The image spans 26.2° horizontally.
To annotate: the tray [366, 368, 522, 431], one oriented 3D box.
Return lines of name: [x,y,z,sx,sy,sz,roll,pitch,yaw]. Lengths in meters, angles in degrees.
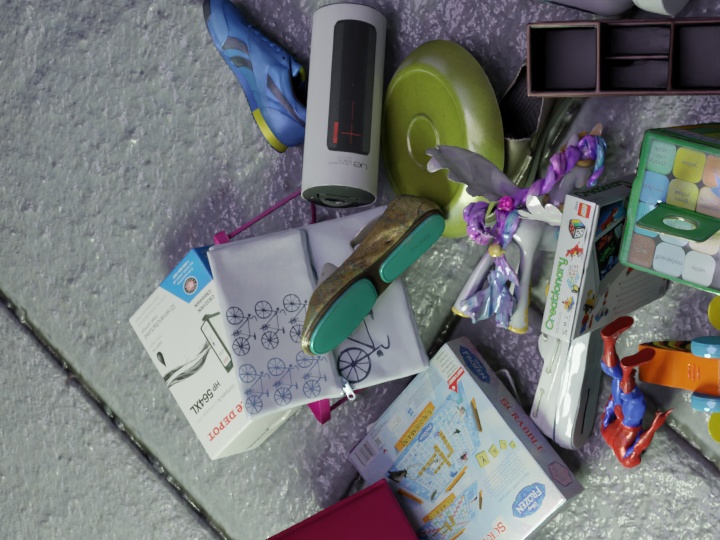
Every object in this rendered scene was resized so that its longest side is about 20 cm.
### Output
tray: [0.101,0.184,1.642,0.199,0.022,0.109,-26,80,35]

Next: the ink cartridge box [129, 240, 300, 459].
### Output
ink cartridge box: [-0.155,0.091,1.776,0.146,0.084,0.201,-45,70,31]

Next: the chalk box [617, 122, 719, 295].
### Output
chalk box: [0.310,-0.055,1.348,0.123,0.199,0.125,19,107,32]

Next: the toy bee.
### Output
toy bee: [0.351,0.100,1.416,0.200,0.108,0.132,45,131,51]

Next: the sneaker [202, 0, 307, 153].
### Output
sneaker: [-0.103,-0.231,1.714,0.078,0.066,0.202,-34,77,22]

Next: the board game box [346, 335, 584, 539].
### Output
board game box: [0.103,0.207,1.596,0.200,0.041,0.200,53,127,18]

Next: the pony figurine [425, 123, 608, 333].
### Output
pony figurine: [0.156,-0.044,1.466,0.166,0.192,0.202,32,114,32]

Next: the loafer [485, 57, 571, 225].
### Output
loafer: [0.145,-0.135,1.537,0.075,0.069,0.202,36,115,26]

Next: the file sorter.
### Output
file sorter: [-0.047,0.033,1.644,0.125,0.139,0.201,-32,74,-10]

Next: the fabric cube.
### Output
fabric cube: [-0.029,0.372,1.619,0.201,0.195,0.200,59,150,15]

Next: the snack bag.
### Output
snack bag: [-0.041,0.040,1.558,0.197,0.021,0.191,-13,71,-5]

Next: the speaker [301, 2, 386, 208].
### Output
speaker: [-0.017,-0.169,1.607,0.080,0.081,0.203,-7,72,36]

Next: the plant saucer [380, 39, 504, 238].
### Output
plant saucer: [0.073,-0.132,1.571,0.199,0.031,0.203,19,113,55]

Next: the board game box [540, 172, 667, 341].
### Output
board game box: [0.234,-0.019,1.404,0.034,0.199,0.128,19,111,31]

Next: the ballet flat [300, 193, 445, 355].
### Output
ballet flat: [0.000,0.000,1.534,0.071,0.071,0.200,38,76,25]

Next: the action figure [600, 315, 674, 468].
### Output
action figure: [0.254,0.127,1.454,0.066,0.051,0.201,55,163,37]

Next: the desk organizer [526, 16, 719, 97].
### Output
desk organizer: [0.252,-0.194,1.410,0.197,0.077,0.073,1,98,16]

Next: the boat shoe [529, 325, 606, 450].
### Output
boat shoe: [0.204,0.077,1.521,0.066,0.073,0.202,21,108,30]

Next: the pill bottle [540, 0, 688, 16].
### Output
pill bottle: [0.211,-0.302,1.437,0.198,0.119,0.121,21,108,31]
